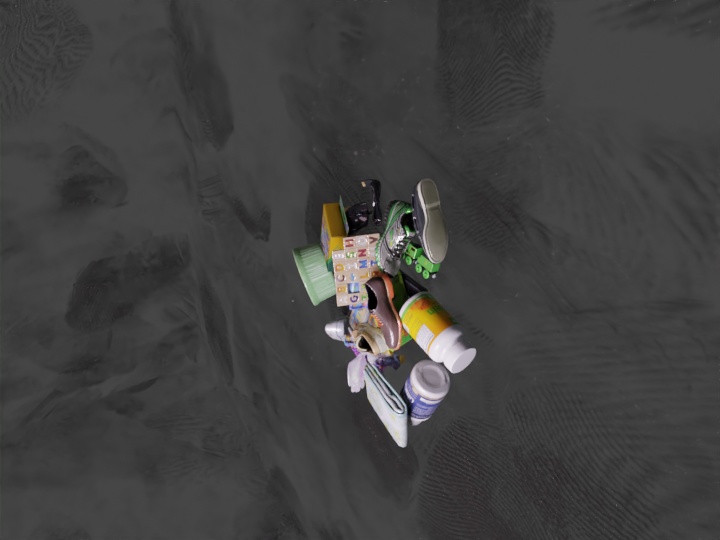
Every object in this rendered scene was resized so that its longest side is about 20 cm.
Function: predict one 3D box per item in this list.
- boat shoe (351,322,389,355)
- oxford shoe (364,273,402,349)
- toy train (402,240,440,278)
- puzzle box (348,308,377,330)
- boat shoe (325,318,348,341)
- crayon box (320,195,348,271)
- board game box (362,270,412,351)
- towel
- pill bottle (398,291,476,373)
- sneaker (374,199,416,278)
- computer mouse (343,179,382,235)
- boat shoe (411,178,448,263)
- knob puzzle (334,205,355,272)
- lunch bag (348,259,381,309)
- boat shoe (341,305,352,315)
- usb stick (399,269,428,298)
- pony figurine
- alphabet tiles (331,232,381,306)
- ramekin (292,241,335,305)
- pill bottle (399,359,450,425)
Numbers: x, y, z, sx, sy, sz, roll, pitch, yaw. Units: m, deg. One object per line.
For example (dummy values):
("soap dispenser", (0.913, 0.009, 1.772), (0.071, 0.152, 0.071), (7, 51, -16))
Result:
("boat shoe", (0.015, 0.194, 1.491), (0.075, 0.066, 0.199), (65, 157, -8))
("oxford shoe", (0.052, 0.113, 1.365), (0.071, 0.072, 0.203), (-5, 102, 54))
("toy train", (0.136, -0.047, 1.403), (0.200, 0.041, 0.057), (43, 129, 41))
("puzzle box", (0.024, 0.149, 1.698), (0.134, 0.025, 0.202), (53, 144, 29))
("boat shoe", (-0.077, 0.191, 1.767), (0.200, 0.066, 0.075), (76, -164, -74))
("crayon box", (-0.079, -0.106, 1.564), (0.201, 0.051, 0.127), (103, 158, -54))
("board game box", (0.086, 0.107, 1.457), (0.047, 0.101, 0.203), (20, 135, 59))
("towel", (0.075, 0.377, 1.508), (0.200, 0.048, 0.173), (51, 160, 41))
("pill bottle", (0.195, 0.157, 1.337), (0.200, 0.110, 0.112), (47, 141, 35))
("sneaker", (0.095, -0.080, 1.368), (0.085, 0.077, 0.204), (12, 92, 47))
("computer mouse", (-0.008, -0.184, 1.519), (0.199, 0.045, 0.143), (-12, 76, 58))
("boat shoe", (0.159, -0.117, 1.294), (0.066, 0.074, 0.203), (-5, 100, 61))
("knob puzzle", (-0.057, -0.088, 1.668), (0.219, 0.030, 0.224), (-18, 70, 60))
("lunch bag", (0.000, 0.000, 1.569), (0.201, 0.092, 0.153), (-113, 26, -62))
("boat shoe", (-0.047, 0.067, 1.734), (0.072, 0.067, 0.202), (43, 140, 37))
("usb stick", (0.117, 0.030, 1.479), (0.200, 0.032, 0.056), (39, 142, 44))
("pony figurine", (0.038, 0.259, 1.633), (0.198, 0.165, 0.196), (-16, 87, 42))
("alphabet tiles", (0.009, -0.002, 1.453), (0.008, 0.164, 0.203), (-110, 14, -63))
("ramekin", (-0.143, 0.004, 1.762), (0.200, 0.096, 0.203), (158, 90, -88))
("pill bottle", (0.168, 0.347, 1.477), (0.112, 0.110, 0.202), (53, 144, 29))
